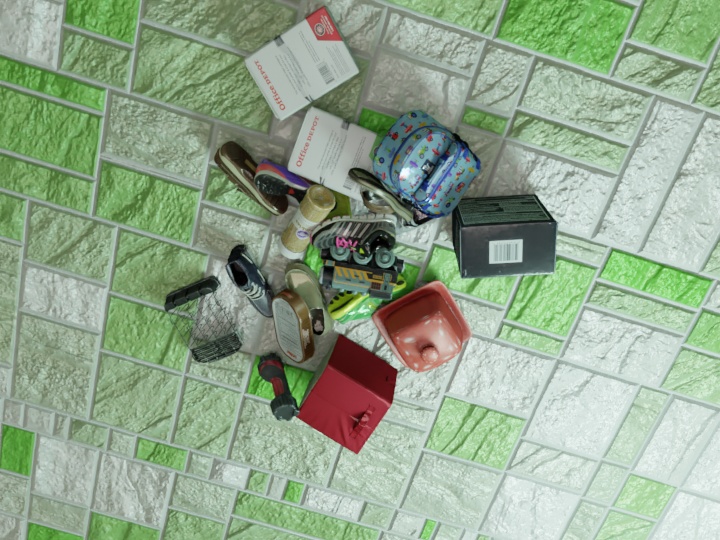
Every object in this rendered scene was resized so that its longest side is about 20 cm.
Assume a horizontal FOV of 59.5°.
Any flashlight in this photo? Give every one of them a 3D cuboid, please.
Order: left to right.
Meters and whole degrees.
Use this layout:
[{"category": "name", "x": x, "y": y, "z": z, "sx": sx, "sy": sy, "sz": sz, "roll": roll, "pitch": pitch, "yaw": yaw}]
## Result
[{"category": "flashlight", "x": -0.206, "y": 0.282, "z": 1.529, "sx": 0.067, "sy": 0.200, "sz": 0.068, "roll": -38, "pitch": 122, "yaw": 6}]

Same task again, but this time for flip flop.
[{"category": "flip flop", "x": 0.040, "y": -0.148, "z": 1.322, "sx": 0.058, "sy": 0.081, "sz": 0.199, "roll": -45, "pitch": 140, "yaw": 10}]

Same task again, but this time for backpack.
[{"category": "backpack", "x": 0.131, "y": -0.222, "z": 1.301, "sx": 0.183, "sy": 0.135, "sz": 0.199, "roll": -52, "pitch": 141, "yaw": 9}]

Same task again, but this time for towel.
[{"category": "towel", "x": -0.062, "y": -0.116, "z": 1.468, "sx": 0.085, "sy": 0.018, "sz": 0.202, "roll": -6, "pitch": 110, "yaw": 5}]

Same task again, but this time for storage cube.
[{"category": "storage cube", "x": -0.030, "y": 0.296, "z": 1.533, "sx": 0.179, "sy": 0.200, "sz": 0.172, "roll": 31, "pitch": 111, "yaw": -2}]

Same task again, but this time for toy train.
[{"category": "toy train", "x": 0.000, "y": 0.000, "z": 1.438, "sx": 0.197, "sy": 0.085, "sz": 0.116, "roll": 10, "pitch": 82, "yaw": 1}]

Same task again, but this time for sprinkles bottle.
[{"category": "sprinkles bottle", "x": -0.123, "y": -0.105, "z": 1.404, "sx": 0.068, "sy": 0.069, "sz": 0.200, "roll": 30, "pitch": 139, "yaw": -8}]

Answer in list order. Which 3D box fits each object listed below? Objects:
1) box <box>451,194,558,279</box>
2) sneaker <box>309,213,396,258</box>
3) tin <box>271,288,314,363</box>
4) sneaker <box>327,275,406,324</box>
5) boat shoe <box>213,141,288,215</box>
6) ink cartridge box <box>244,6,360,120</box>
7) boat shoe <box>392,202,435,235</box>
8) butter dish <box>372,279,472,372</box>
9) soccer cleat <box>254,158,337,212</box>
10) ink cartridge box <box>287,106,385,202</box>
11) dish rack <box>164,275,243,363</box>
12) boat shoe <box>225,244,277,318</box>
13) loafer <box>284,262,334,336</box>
[{"category": "box", "x": 0.305, "y": -0.077, "z": 1.364, "sx": 0.197, "sy": 0.199, "sz": 0.125, "roll": -2, "pitch": 114, "yaw": 5}, {"category": "sneaker", "x": -0.010, "y": -0.068, "z": 1.371, "sx": 0.197, "sy": 0.088, "sz": 0.074, "roll": -9, "pitch": 151, "yaw": -7}, {"category": "tin", "x": -0.164, "y": 0.137, "z": 1.518, "sx": 0.111, "sy": 0.042, "sz": 0.202, "roll": 29, "pitch": 135, "yaw": 39}, {"category": "sneaker", "x": 0.018, "y": 0.065, "z": 1.515, "sx": 0.198, "sy": 0.075, "sz": 0.084, "roll": -26, "pitch": 143, "yaw": 4}, {"category": "boat shoe", "x": -0.249, "y": -0.202, "z": 1.429, "sx": 0.074, "sy": 0.075, "sz": 0.203, "roll": -21, "pitch": 117, "yaw": 43}, {"category": "ink cartridge box", "x": -0.120, "y": -0.431, "z": 1.315, "sx": 0.198, "sy": 0.084, "sz": 0.145, "roll": -28, "pitch": 108, "yaw": 12}, {"category": "boat shoe", "x": 0.116, "y": -0.121, "z": 1.428, "sx": 0.198, "sy": 0.069, "sz": 0.073, "roll": -18, "pitch": 109, "yaw": 10}, {"category": "butter dish", "x": 0.154, "y": 0.161, "z": 1.483, "sx": 0.198, "sy": 0.148, "sz": 0.200, "roll": -28, "pitch": 117, "yaw": 12}, {"category": "soccer cleat", "x": -0.140, "y": -0.190, "z": 1.411, "sx": 0.198, "sy": 0.074, "sz": 0.068, "roll": 20, "pitch": 138, "yaw": -20}, {"category": "ink cartridge box", "x": -0.042, "y": -0.251, "z": 1.371, "sx": 0.198, "sy": 0.084, "sz": 0.147, "roll": 23, "pitch": 102, "yaw": -5}, {"category": "dish rack", "x": -0.384, "y": 0.131, "z": 1.565, "sx": 0.152, "sy": 0.055, "sz": 0.202, "roll": -21, "pitch": 110, "yaw": 12}, {"category": "boat shoe", "x": -0.259, "y": 0.043, "z": 1.501, "sx": 0.074, "sy": 0.093, "sz": 0.201, "roll": -26, "pitch": 107, "yaw": 13}, {"category": "loafer", "x": -0.121, "y": 0.073, "z": 1.517, "sx": 0.075, "sy": 0.068, "sz": 0.201, "roll": -25, "pitch": 108, "yaw": 12}]
